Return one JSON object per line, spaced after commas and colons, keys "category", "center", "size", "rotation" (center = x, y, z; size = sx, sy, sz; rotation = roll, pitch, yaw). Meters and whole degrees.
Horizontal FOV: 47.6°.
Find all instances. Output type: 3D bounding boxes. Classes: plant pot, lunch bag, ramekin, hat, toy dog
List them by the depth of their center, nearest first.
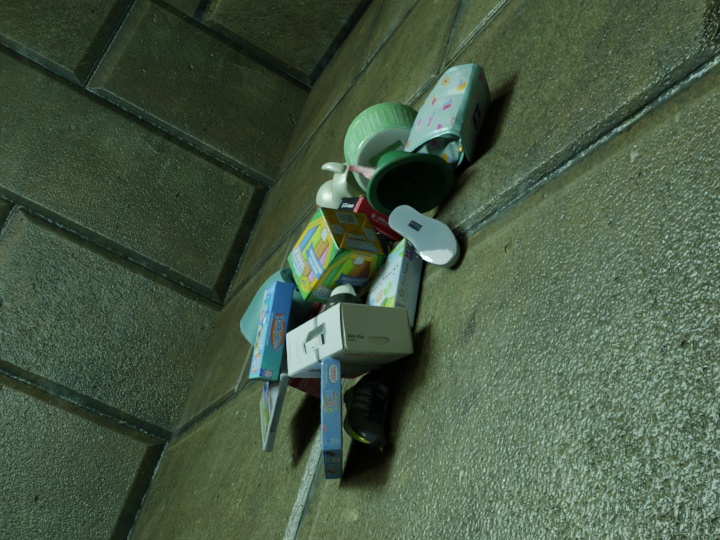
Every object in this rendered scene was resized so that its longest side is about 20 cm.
{"category": "lunch bag", "center": [0.177, -0.290, 1.600], "size": [0.172, 0.121, 0.200], "rotation": [-69, 11, -21]}
{"category": "hat", "center": [0.073, -0.221, 1.623], "size": [0.167, 0.197, 0.178], "rotation": [79, 180, -50]}
{"category": "ramekin", "center": [0.066, -0.252, 1.776], "size": [0.201, 0.198, 0.098], "rotation": [-56, 25, 25]}
{"category": "plant pot", "center": [-0.162, 0.094, 1.921], "size": [0.201, 0.198, 0.163], "rotation": [-100, 34, -65]}
{"category": "toy dog", "center": [-0.037, -0.183, 2.020], "size": [0.199, 0.192, 0.142], "rotation": [-22, 55, 58]}

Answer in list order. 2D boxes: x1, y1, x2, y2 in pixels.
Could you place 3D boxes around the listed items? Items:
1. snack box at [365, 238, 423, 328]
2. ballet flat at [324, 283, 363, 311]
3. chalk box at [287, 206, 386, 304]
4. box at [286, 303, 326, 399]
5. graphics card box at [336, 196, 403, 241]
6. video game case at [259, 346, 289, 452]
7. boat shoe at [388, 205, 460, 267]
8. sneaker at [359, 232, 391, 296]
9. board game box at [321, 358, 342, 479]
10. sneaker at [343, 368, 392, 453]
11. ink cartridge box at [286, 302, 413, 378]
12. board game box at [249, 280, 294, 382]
{"category": "snack box", "center": [0.058, 0.054, 1.562], "size": [0.142, 0.052, 0.202], "rotation": [-47, 23, 46]}
{"category": "ballet flat", "center": [-0.028, 0.069, 1.619], "size": [0.200, 0.067, 0.069], "rotation": [51, -152, -68]}
{"category": "chalk box", "center": [-0.061, -0.011, 1.672], "size": [0.201, 0.123, 0.125], "rotation": [-55, 45, 34]}
{"category": "box", "center": [-0.085, 0.162, 1.771], "size": [0.202, 0.099, 0.096], "rotation": [-61, 17, 11]}
{"category": "graphics card box", "center": [0.022, -0.115, 1.817], "size": [0.051, 0.124, 0.200], "rotation": [-64, 16, -2]}
{"category": "video game case", "center": [-0.188, 0.261, 1.772], "size": [0.200, 0.022, 0.185], "rotation": [-113, 35, -67]}
{"category": "boat shoe", "center": [0.125, -0.052, 1.484], "size": [0.074, 0.068, 0.199], "rotation": [-53, 40, -3]}
{"category": "sneaker", "center": [0.000, 0.000, 1.754], "size": [0.084, 0.075, 0.201], "rotation": [-19, -28, -39]}
{"category": "board game box", "center": [-0.048, 0.258, 1.396], "size": [0.201, 0.036, 0.154], "rotation": [90, 179, -64]}
{"category": "sneaker", "center": [0.016, 0.232, 1.387], "size": [0.081, 0.073, 0.200], "rotation": [-56, 19, 15]}
{"category": "ink cartridge box", "center": [-0.022, 0.127, 1.426], "size": [0.199, 0.145, 0.084], "rotation": [-31, 59, 51]}
{"category": "board game box", "center": [-0.190, 0.133, 1.737], "size": [0.152, 0.044, 0.203], "rotation": [153, 128, -73]}
